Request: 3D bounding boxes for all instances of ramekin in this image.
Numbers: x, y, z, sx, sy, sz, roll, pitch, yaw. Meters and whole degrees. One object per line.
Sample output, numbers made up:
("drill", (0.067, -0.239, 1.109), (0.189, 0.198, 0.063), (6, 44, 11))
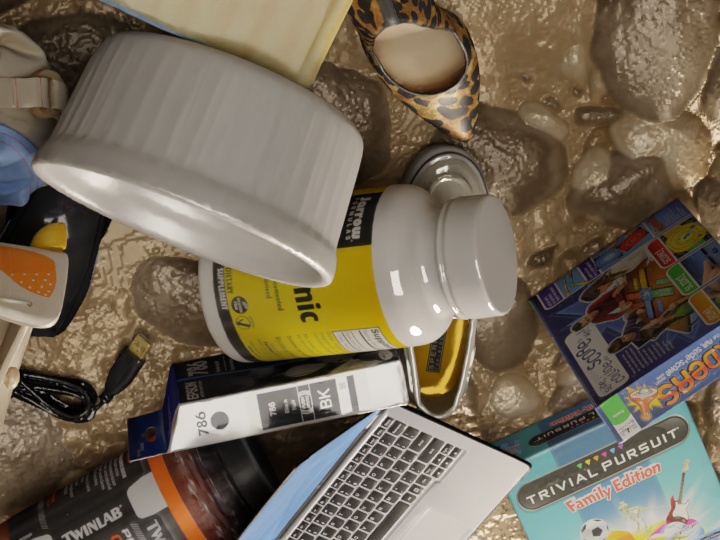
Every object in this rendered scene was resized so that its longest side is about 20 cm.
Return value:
("ramekin", (-0.095, -0.071, 1.289), (0.200, 0.200, 0.098), (24, 80, -16))

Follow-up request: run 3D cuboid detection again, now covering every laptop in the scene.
("laptop", (-0.006, 0.196, 1.480), (0.200, 0.116, 0.187), (26, 123, -19))

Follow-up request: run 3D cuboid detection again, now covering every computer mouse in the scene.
("computer mouse", (-0.203, 0.019, 1.448), (0.140, 0.046, 0.200), (25, 105, -15))

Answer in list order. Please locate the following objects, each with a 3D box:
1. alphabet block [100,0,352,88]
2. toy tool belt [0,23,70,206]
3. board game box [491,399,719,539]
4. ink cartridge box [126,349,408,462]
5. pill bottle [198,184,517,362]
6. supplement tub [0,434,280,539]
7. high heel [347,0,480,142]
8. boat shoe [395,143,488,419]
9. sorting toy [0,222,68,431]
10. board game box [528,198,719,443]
("alphabet block", (-0.085, -0.258, 1.285), (0.196, 0.195, 0.200), (22, 105, -18))
("toy tool belt", (-0.252, -0.095, 1.308), (0.125, 0.200, 0.123), (17, 77, 12))
("board game box", (0.204, 0.193, 1.576), (0.151, 0.047, 0.200), (-25, 112, 1))
("ink cartridge box", (-0.071, 0.085, 1.464), (0.200, 0.099, 0.039), (-13, 106, -5))
("pill bottle", (0.000, 0.000, 1.399), (0.200, 0.111, 0.111), (-7, 114, 22))
("supplement tub", (-0.157, 0.183, 1.485), (0.200, 0.107, 0.107), (-30, 112, 3))
("high heel", (0.038, -0.136, 1.366), (0.071, 0.143, 0.200), (-22, 124, 9))
("boat shoe", (0.059, 0.012, 1.473), (0.071, 0.070, 0.200), (3, 110, -10))
("sorting toy", (-0.294, 0.015, 1.334), (0.180, 0.107, 0.200), (17, 146, -14))
("board game box", (0.201, 0.030, 1.432), (0.135, 0.200, 0.034), (-34, 112, 5))
